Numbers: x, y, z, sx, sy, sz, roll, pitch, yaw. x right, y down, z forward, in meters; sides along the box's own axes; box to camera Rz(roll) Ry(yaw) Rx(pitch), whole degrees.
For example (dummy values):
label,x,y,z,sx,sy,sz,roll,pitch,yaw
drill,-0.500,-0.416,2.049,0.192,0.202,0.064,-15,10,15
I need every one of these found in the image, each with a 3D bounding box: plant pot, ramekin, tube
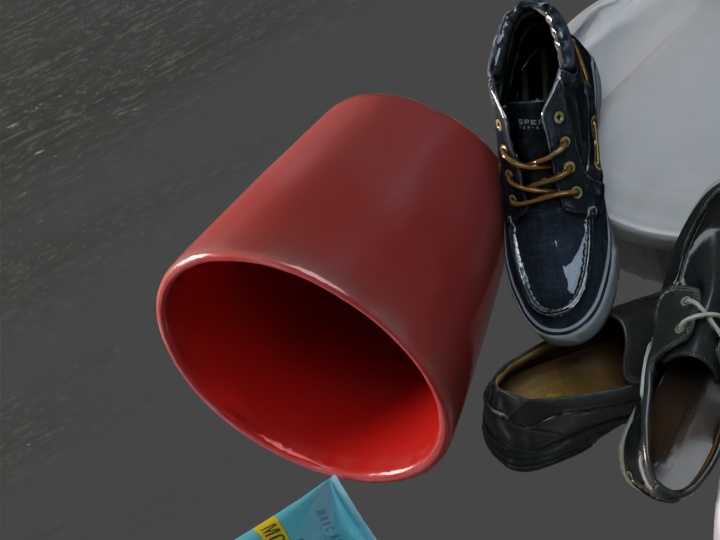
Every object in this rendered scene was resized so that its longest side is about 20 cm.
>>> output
label,x,y,z,sx,sy,sz,roll,pitch,yaw
plant pot,0.000,0.000,1.535,0.199,0.201,0.178,18,54,18
ramekin,0.211,-0.083,1.598,0.201,0.094,0.203,-4,60,6
tube,-0.082,0.200,1.508,0.199,0.050,0.078,-27,66,-14

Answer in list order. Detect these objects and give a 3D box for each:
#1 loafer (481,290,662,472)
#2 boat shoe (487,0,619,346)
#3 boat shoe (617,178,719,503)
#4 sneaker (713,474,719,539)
label,x,y,z,sx,sy,sz,roll,pitch,yaw
loafer,0.166,0.054,1.536,0.199,0.072,0.073,-30,58,-10
boat shoe,0.109,-0.060,1.497,0.070,0.091,0.201,-9,68,18
boat shoe,0.208,0.042,1.481,0.071,0.068,0.201,17,90,3
sneaker,0.280,0.102,1.489,0.105,0.076,0.201,15,62,16
